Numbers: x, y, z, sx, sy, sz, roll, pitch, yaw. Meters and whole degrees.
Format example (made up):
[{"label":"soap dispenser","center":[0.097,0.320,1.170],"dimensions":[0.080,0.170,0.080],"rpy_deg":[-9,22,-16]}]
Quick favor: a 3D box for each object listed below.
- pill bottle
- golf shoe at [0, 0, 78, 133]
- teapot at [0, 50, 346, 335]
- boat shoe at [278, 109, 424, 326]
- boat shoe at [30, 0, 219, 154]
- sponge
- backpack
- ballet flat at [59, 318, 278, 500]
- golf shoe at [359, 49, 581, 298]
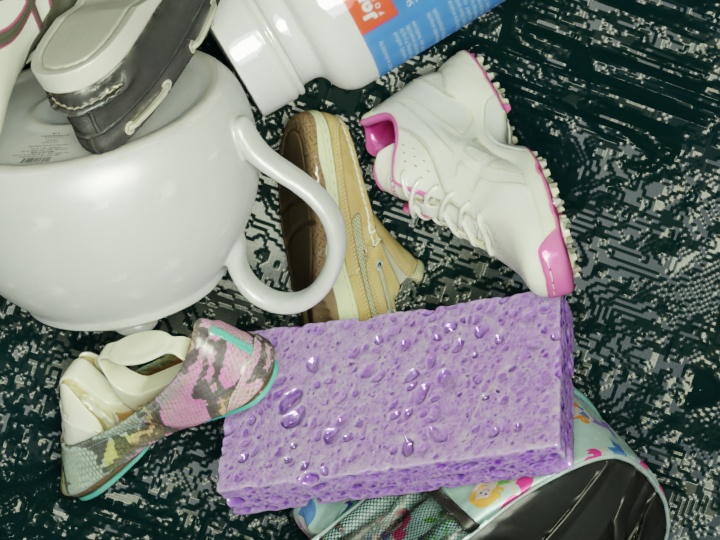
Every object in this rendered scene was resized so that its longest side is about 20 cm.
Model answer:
[{"label":"pill bottle","center":[0.008,-0.174,1.514],"dimensions":[0.200,0.112,0.113],"rpy_deg":[-32,98,-2]},{"label":"golf shoe","center":[-0.186,-0.143,1.428],"dimensions":[0.088,0.077,0.201],"rpy_deg":[15,69,-24]},{"label":"teapot","center":[-0.137,-0.030,1.490],"dimensions":[0.197,0.200,0.147],"rpy_deg":[-23,118,-19]},{"label":"boat shoe","center":[0.000,0.000,1.560],"dimensions":[0.076,0.072,0.201],"rpy_deg":[-11,107,-16]},{"label":"boat shoe","center":[-0.109,-0.142,1.433],"dimensions":[0.074,0.200,0.060],"rpy_deg":[-3,128,28]},{"label":"sponge","center":[0.021,0.073,1.470],"dimensions":[0.199,0.112,0.030],"rpy_deg":[-9,139,17]},{"label":"backpack","center":[0.072,0.155,1.518],"dimensions":[0.200,0.151,0.178],"rpy_deg":[-37,141,3]},{"label":"ballet flat","center":[-0.127,0.070,1.502],"dimensions":[0.071,0.200,0.069],"rpy_deg":[39,49,-19]},{"label":"golf shoe","center":[0.062,-0.043,1.501],"dimensions":[0.091,0.200,0.076],"rpy_deg":[-21,130,-5]}]
